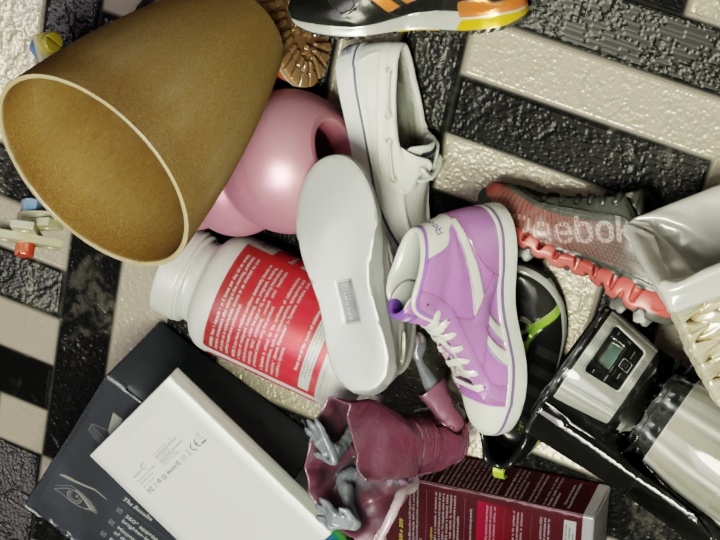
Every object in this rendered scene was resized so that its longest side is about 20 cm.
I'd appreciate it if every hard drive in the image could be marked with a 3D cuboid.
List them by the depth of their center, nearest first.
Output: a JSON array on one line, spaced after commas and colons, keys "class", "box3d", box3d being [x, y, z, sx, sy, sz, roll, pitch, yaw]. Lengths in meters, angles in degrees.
[{"class": "hard drive", "box3d": [-0.133, 0.197, 1.775, 0.200, 0.026, 0.132, 44, 122, -4]}]

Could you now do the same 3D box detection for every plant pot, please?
[{"class": "plant pot", "box3d": [-0.154, -0.138, 1.575, 0.186, 0.200, 0.186, 27, 145, 21]}]

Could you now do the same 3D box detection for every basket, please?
[{"class": "basket", "box3d": [0.325, 0.001, 1.514, 0.200, 0.136, 0.123, -22, 114, 4]}]

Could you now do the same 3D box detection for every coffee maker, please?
[{"class": "coffee maker", "box3d": [0.244, 0.145, 1.650, 0.200, 0.135, 0.192, 35, 135, 10]}]

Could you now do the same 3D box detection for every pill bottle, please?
[{"class": "pill bottle", "box3d": [-0.081, 0.038, 1.757, 0.200, 0.112, 0.112, 24, 122, 10]}]

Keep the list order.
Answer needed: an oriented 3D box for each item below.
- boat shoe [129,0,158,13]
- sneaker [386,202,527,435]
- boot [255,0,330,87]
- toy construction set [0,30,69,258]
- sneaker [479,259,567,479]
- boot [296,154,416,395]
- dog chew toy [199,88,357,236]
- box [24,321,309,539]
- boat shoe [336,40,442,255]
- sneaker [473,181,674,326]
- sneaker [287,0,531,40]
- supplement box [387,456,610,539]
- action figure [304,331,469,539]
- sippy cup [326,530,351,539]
[{"class": "boat shoe", "box3d": [-0.202, -0.152, 1.677, 0.072, 0.068, 0.200, 32, 85, -24]}, {"class": "sneaker", "box3d": [0.071, 0.050, 1.620, 0.073, 0.114, 0.201, 15, 116, 55]}, {"class": "boot", "box3d": [-0.098, -0.243, 1.658, 0.107, 0.075, 0.200, -3, 120, 45]}, {"class": "toy construction set", "box3d": [-0.251, -0.102, 1.737, 0.092, 0.131, 0.200, 15, 90, 56]}, {"class": "sneaker", "box3d": [0.136, 0.090, 1.706, 0.072, 0.083, 0.200, 8, 118, 20]}, {"class": "boot", "box3d": [0.000, 0.000, 1.645, 0.073, 0.096, 0.200, -5, 96, 17]}, {"class": "dog chew toy", "box3d": [-0.099, -0.085, 1.703, 0.200, 0.125, 0.125, -12, 110, 36]}, {"class": "box", "box3d": [-0.180, 0.194, 1.876, 0.197, 0.117, 0.200, 37, 124, 1]}, {"class": "boat shoe", "box3d": [0.034, -0.097, 1.662, 0.065, 0.074, 0.200, -4, 114, 30]}, {"class": "sneaker", "box3d": [0.191, -0.036, 1.629, 0.200, 0.071, 0.098, 29, 106, 20]}, {"class": "sneaker", "box3d": [0.037, -0.239, 1.592, 0.200, 0.070, 0.090, 0, 111, 14]}, {"class": "supplement box", "box3d": [0.122, 0.235, 1.799, 0.200, 0.061, 0.109, 10, 119, 18]}, {"class": "action figure", "box3d": [0.045, 0.150, 1.713, 0.149, 0.200, 0.134, 41, 125, 33]}, {"class": "sippy cup", "box3d": [-0.025, 0.339, 1.883, 0.140, 0.178, 0.130, -45, 107, -9]}]
